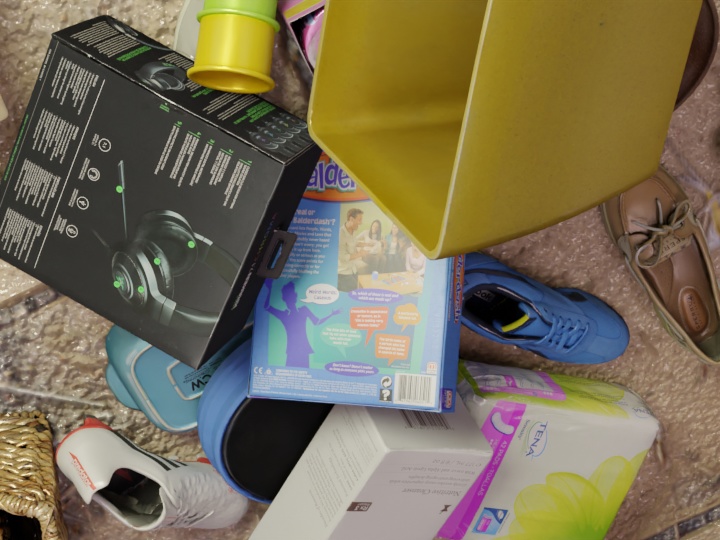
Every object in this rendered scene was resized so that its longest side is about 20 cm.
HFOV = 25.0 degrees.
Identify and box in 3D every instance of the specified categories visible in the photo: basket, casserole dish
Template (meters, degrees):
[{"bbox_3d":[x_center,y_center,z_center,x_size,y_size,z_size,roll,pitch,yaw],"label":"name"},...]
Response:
[{"bbox_3d":[-0.299,0.234,1.277,0.142,0.149,0.201,-8,120,-10],"label":"basket"},{"bbox_3d":[-0.109,0.061,1.297,0.199,0.039,0.121,-26,121,2],"label":"casserole dish"}]

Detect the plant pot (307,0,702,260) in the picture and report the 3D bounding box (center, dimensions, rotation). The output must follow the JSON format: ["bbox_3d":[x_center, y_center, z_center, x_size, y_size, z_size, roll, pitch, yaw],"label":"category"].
[{"bbox_3d":[0.097,-0.141,1.028,0.176,0.200,0.201,-3,119,-27],"label":"plant pot"}]

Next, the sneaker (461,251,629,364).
[{"bbox_3d":[0.144,0.044,1.330,0.200,0.078,0.066,22,108,-25],"label":"sneaker"}]

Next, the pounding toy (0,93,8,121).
[{"bbox_3d":[-0.371,-0.164,1.069,0.199,0.142,0.185,-25,122,-13],"label":"pounding toy"}]

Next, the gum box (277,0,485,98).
[{"bbox_3d":[0.039,-0.213,1.143,0.199,0.114,0.066,-28,121,1],"label":"gum box"}]

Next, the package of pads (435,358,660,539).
[{"bbox_3d":[0.143,0.160,1.388,0.199,0.068,0.155,11,115,-28],"label":"package of pads"}]

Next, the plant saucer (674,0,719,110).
[{"bbox_3d":[0.167,-0.169,1.216,0.200,0.037,0.201,-7,140,-6],"label":"plant saucer"}]

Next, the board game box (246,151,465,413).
[{"bbox_3d":[0.000,0.000,1.197,0.151,0.045,0.201,4,86,18],"label":"board game box"}]

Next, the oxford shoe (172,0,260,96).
[{"bbox_3d":[-0.105,-0.124,1.187,0.075,0.058,0.201,7,114,-15],"label":"oxford shoe"}]

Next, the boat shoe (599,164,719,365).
[{"bbox_3d":[0.259,-0.009,1.337,0.073,0.063,0.200,-32,120,5],"label":"boat shoe"}]

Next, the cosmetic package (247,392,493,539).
[{"bbox_3d":[0.004,0.187,1.310,0.113,0.081,0.200,6,127,-34],"label":"cosmetic package"}]

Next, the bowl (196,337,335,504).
[{"bbox_3d":[-0.032,0.114,1.312,0.200,0.039,0.201,-14,136,-14],"label":"bowl"}]

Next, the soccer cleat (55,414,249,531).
[{"bbox_3d":[-0.161,0.181,1.305,0.069,0.085,0.200,-47,134,11],"label":"soccer cleat"}]

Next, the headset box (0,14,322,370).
[{"bbox_3d":[-0.140,-0.054,1.139,0.200,0.093,0.175,28,114,8],"label":"headset box"}]

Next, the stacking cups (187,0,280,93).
[{"bbox_3d":[-0.076,-0.223,1.097,0.060,0.060,0.201,10,80,-19],"label":"stacking cups"}]
